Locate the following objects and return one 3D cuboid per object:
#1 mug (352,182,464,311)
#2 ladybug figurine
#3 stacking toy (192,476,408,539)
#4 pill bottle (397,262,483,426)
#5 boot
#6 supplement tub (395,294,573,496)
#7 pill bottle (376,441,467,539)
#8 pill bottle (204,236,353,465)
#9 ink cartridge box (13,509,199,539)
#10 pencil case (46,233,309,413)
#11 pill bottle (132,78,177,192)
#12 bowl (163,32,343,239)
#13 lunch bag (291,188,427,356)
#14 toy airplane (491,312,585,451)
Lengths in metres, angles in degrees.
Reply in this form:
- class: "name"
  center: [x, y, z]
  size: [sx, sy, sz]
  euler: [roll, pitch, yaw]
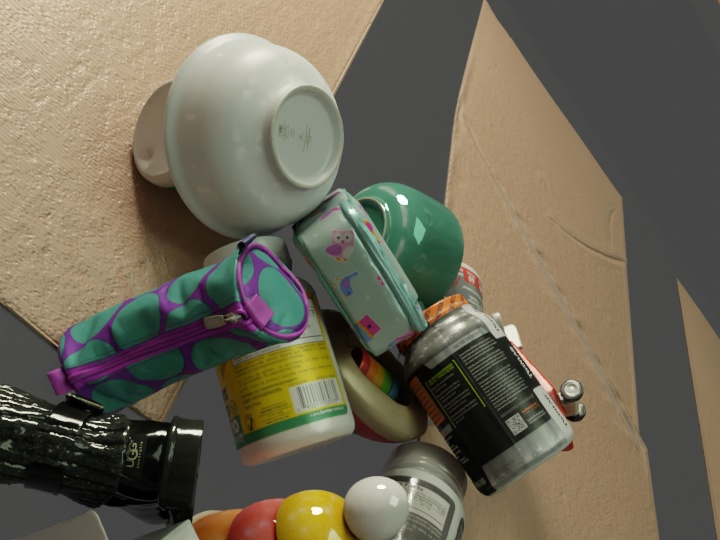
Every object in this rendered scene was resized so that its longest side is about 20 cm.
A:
- class: "mug"
  center: [0.043, -0.023, 0.957]
  size: [0.114, 0.152, 0.185]
  euler: [21, 21, -44]
- class: "ladybug figurine"
  center: [-0.001, 0.127, 0.863]
  size: [0.200, 0.072, 0.136]
  euler: [44, 21, -24]
- class: "stacking toy"
  center: [-0.043, 0.227, 0.614]
  size: [0.146, 0.200, 0.146]
  euler: [45, 23, -25]
- class: "pill bottle"
  center: [0.106, 0.094, 1.010]
  size: [0.116, 0.116, 0.200]
  euler: [36, 41, -35]
- class: "boot"
  center: [-0.197, 0.137, 0.561]
  size: [0.157, 0.211, 0.080]
  euler: [7, 65, -10]
- class: "supplement tub"
  center: [0.130, 0.133, 0.851]
  size: [0.122, 0.123, 0.200]
  euler: [-7, 59, -56]
- class: "pill bottle"
  center: [0.044, 0.279, 0.792]
  size: [0.113, 0.113, 0.200]
  euler: [54, 34, -14]
- class: "pill bottle"
  center: [-0.086, 0.075, 0.742]
  size: [0.113, 0.113, 0.201]
  euler: [2, 67, -54]
- class: "ink cartridge box"
  center: [-0.148, 0.252, 0.537]
  size: [0.067, 0.117, 0.200]
  euler: [-26, 90, -56]
- class: "pencil case"
  center: [-0.144, 0.048, 0.613]
  size: [0.085, 0.200, 0.092]
  euler: [64, 22, -5]
- class: "pill bottle"
  center: [-0.131, -0.121, 0.833]
  size: [0.200, 0.113, 0.113]
  euler: [16, 54, -50]
- class: "bowl"
  center: [-0.079, -0.127, 0.737]
  size: [0.201, 0.090, 0.202]
  euler: [-9, 102, -49]
- class: "lunch bag"
  center: [0.000, 0.000, 0.805]
  size: [0.161, 0.077, 0.200]
  euler: [56, 3, -11]
- class: "toy airplane"
  center: [0.207, 0.162, 1.097]
  size: [0.200, 0.141, 0.199]
  euler: [57, -7, -5]
